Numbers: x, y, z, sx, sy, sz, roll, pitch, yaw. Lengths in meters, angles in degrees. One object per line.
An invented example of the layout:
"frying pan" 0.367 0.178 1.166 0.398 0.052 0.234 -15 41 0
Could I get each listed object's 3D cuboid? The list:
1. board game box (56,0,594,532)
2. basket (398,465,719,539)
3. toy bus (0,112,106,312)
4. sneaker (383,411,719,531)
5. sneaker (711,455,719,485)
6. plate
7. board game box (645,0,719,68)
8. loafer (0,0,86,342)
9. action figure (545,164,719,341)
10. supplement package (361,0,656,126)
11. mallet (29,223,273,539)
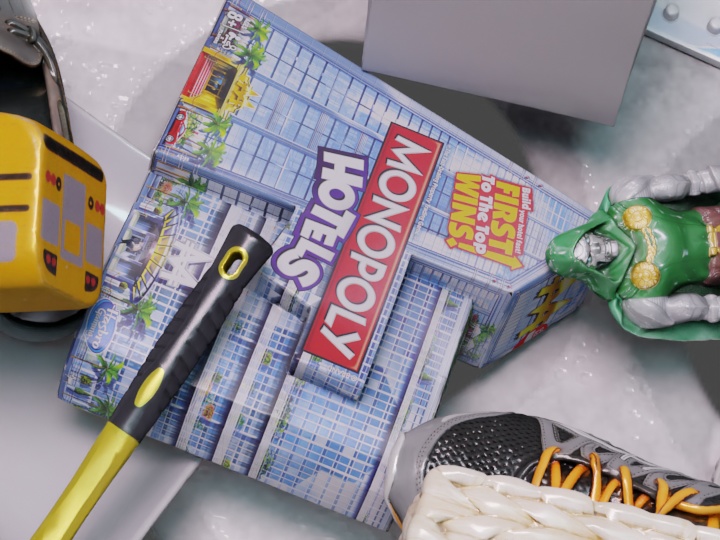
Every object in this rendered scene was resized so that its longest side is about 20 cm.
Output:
"board game box" 0.000 0.000 0.957 0.198 0.062 0.201 21 52 0
"basket" 0.059 0.168 0.813 0.134 0.200 0.124 13 63 3
"toy bus" -0.203 -0.023 0.888 0.198 0.065 0.079 -3 78 18
"sneaker" 0.106 0.103 0.883 0.199 0.077 0.079 19 74 -6
"sneaker" 0.251 0.076 0.918 0.197 0.130 0.080 -7 92 -9
"plate" -0.141 0.025 0.963 0.199 0.032 0.200 33 57 10
"board game box" 0.167 -0.205 1.084 0.199 0.026 0.201 25 71 8
"loafer" -0.151 -0.072 0.949 0.071 0.063 0.201 -15 72 -22
"action figure" 0.171 -0.011 0.963 0.198 0.055 0.119 -5 77 -20
"supplement package" 0.079 -0.186 0.981 0.120 0.120 0.201 13 60 2
"mallet" -0.089 0.075 0.872 0.066 0.041 0.200 39 83 10
